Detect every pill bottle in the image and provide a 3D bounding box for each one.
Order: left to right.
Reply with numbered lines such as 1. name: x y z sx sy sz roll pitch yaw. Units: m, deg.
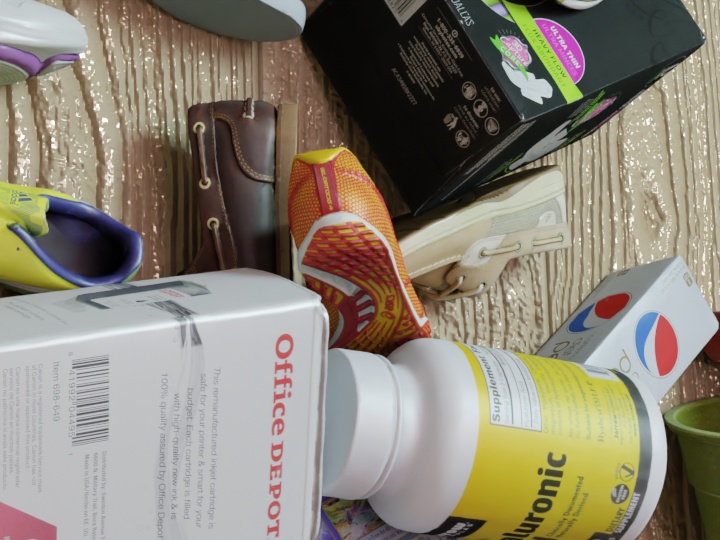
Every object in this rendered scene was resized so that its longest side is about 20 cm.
1. pill bottle: 0.067 0.099 1.042 0.199 0.111 0.112 11 72 -26

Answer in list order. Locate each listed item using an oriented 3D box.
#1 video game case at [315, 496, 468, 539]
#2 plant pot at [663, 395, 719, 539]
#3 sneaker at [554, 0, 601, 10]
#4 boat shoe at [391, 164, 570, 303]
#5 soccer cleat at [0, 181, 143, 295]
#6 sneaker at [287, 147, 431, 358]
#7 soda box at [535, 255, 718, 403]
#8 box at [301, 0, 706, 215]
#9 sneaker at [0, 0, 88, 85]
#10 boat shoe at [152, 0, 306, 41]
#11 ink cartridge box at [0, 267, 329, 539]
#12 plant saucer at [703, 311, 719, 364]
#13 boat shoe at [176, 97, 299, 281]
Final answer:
1. video game case: 0.016 0.212 1.035 0.200 0.045 0.182 -23 74 -42
2. plant pot: 0.318 0.191 1.265 0.199 0.199 0.191 -9 96 -42
3. sneaker: 0.171 -0.219 1.118 0.199 0.081 0.074 -23 77 -41
4. boat shoe: 0.065 -0.012 1.158 0.200 0.072 0.065 -24 101 -42
5. soccer cleat: -0.201 -0.031 0.920 0.199 0.084 0.065 20 66 -37
6. sneaker: 0.000 0.000 1.042 0.073 0.200 0.077 -8 58 -1
7. soda box: 0.160 0.072 1.219 0.200 0.068 0.064 -43 107 -39
8. box: 0.093 -0.151 1.162 0.200 0.124 0.149 -25 80 -42
9. sneaker: -0.227 -0.153 0.934 0.199 0.075 0.100 10 73 -39
10. boat shoe: -0.108 -0.209 1.054 0.200 0.071 0.091 23 69 -33
11. ink cartridge box: -0.120 0.084 0.923 0.199 0.085 0.147 -7 107 -36
12. plant saucer: 0.367 0.064 1.319 0.199 0.199 0.037 15 79 -38
13. boat shoe: -0.071 0.002 1.043 0.070 0.070 0.201 0 86 -4
